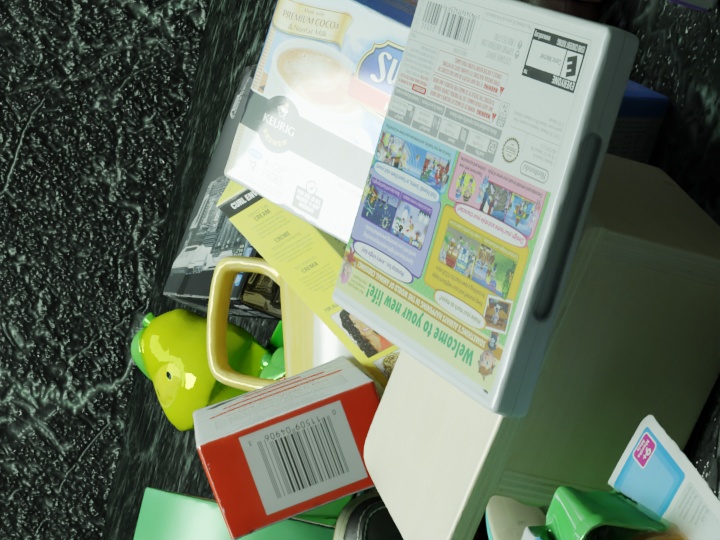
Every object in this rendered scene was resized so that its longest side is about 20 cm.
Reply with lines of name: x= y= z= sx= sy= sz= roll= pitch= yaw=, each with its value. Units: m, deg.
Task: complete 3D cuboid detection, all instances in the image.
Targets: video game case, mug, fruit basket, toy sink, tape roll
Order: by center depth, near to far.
fruit basket: x=0.121 y=0.185 z=0.868 sx=0.200 sy=0.093 sz=0.186 roll=-113 pitch=38 yaw=-64
video game case: x=0.055 y=-0.044 z=1.000 sx=0.200 sy=0.022 sz=0.183 roll=32 pitch=108 yaw=62
toy sink: x=0.100 y=0.051 z=1.028 sx=0.201 sy=0.112 sz=0.130 roll=-69 pitch=23 yaw=18
tape roll: x=-0.054 y=0.191 z=1.384 sx=0.200 sy=0.199 sz=0.048 roll=163 pitch=120 yaw=-76
mug: x=-0.001 y=0.049 z=1.428 sx=0.186 sy=0.149 sz=0.154 roll=4 pitch=89 yaw=52
fruit basket: x=-0.094 y=0.114 z=1.647 sx=0.216 sy=0.214 sz=0.156 roll=118 pitch=161 yaw=-48

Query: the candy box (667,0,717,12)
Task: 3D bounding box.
candy box: x=0.120 y=-0.243 z=1.142 sx=0.200 sy=0.167 sz=0.072 roll=-94 pitch=23 yaw=-55

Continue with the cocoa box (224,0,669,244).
cocoa box: x=0.048 y=-0.077 z=1.161 sx=0.200 sy=0.133 sz=0.132 roll=30 pitch=110 yaw=33

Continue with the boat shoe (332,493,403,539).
boat shoe: x=0.036 y=0.229 z=1.195 sx=0.066 sy=0.071 sz=0.202 roll=-16 pitch=83 yaw=56

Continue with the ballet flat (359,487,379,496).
ballet flat: x=0.031 y=0.224 z=1.277 sx=0.071 sy=0.070 sz=0.201 roll=-170 pitch=82 yaw=-78

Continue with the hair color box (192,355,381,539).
hair color box: x=-0.042 y=0.105 z=1.250 sx=0.200 sy=0.110 sz=0.064 roll=-152 pitch=42 yaw=-84

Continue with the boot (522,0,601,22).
boot: x=0.109 y=-0.141 z=1.315 sx=0.200 sy=0.072 sz=0.167 roll=-158 pitch=75 yaw=-86

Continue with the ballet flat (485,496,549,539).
ballet flat: x=0.102 y=0.119 z=1.104 sx=0.200 sy=0.069 sz=0.070 roll=-103 pitch=29 yaw=-66

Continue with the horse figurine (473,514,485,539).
horse figurine: x=0.069 y=0.084 z=1.235 sx=0.132 sy=0.050 sz=0.201 roll=-6 pitch=-80 yaw=-68

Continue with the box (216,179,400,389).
box: x=0.000 y=0.000 z=1.290 sx=0.050 sy=0.200 sz=0.075 roll=-29 pitch=24 yaw=36

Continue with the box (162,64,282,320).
box: x=-0.071 y=-0.064 z=1.564 sx=0.158 sy=0.050 sz=0.201 roll=3 pitch=72 yaw=63
